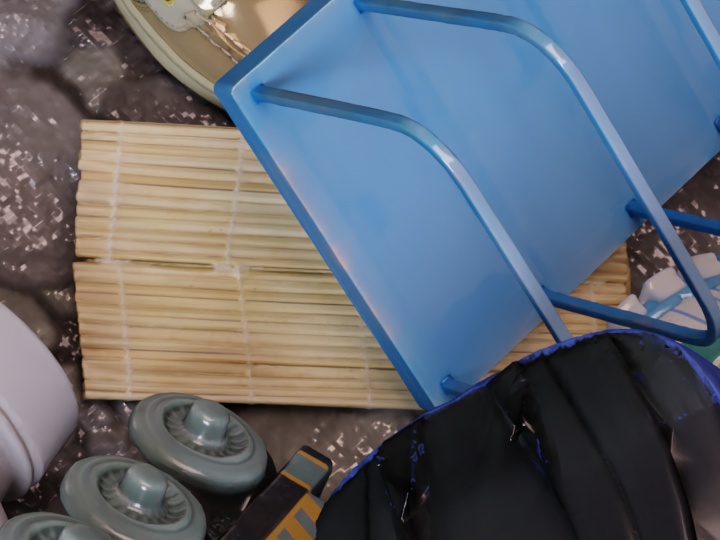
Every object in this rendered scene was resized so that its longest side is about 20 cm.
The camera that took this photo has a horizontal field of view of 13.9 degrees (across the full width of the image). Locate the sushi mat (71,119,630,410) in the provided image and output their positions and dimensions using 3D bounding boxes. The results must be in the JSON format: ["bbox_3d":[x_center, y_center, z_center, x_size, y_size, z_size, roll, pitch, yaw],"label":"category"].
[{"bbox_3d":[0.000,0.000,1.006,0.199,0.012,0.096,3,80,-13],"label":"sushi mat"}]

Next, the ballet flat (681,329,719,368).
[{"bbox_3d":[0.164,0.035,0.932,0.199,0.070,0.068,-16,84,-10],"label":"ballet flat"}]

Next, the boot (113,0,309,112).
[{"bbox_3d":[-0.048,-0.142,0.990,0.200,0.155,0.072,45,64,9],"label":"boot"}]

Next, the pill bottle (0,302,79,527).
[{"bbox_3d":[-0.173,0.093,0.871,0.111,0.112,0.200,36,61,4],"label":"pill bottle"}]

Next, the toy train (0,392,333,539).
[{"bbox_3d":[-0.049,0.109,0.876,0.114,0.086,0.200,30,24,7],"label":"toy train"}]

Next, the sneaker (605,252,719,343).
[{"bbox_3d":[0.154,0.031,0.994,0.199,0.075,0.087,-32,46,-24],"label":"sneaker"}]

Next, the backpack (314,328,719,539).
[{"bbox_3d":[0.078,0.129,0.816,0.162,0.168,0.201,-30,69,13],"label":"backpack"}]

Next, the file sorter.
[{"bbox_3d":[0.087,-0.061,0.940,0.200,0.122,0.139,-43,118,-18],"label":"file sorter"}]
